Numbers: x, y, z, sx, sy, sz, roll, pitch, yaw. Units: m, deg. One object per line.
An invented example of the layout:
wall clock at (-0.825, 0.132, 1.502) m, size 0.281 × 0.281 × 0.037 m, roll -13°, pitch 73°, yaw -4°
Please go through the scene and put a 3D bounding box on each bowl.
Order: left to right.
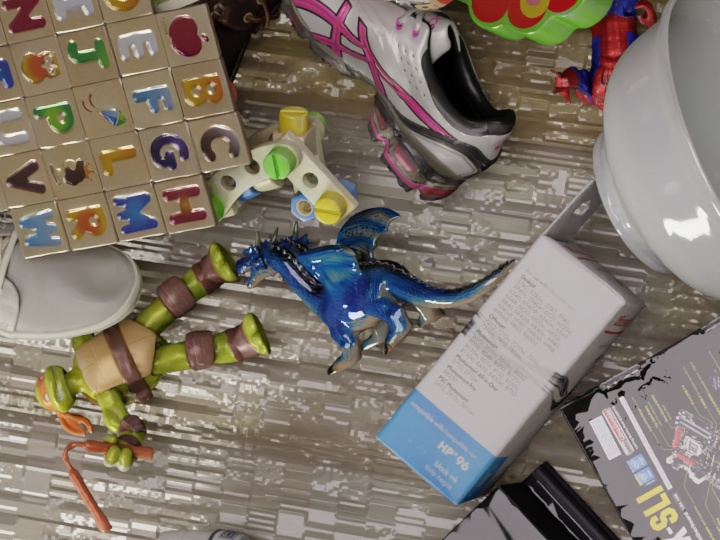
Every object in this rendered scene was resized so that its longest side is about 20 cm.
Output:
bowl at (0.201, -0.058, 1.610) m, size 0.090 × 0.201 × 0.201 m, roll -28°, pitch 83°, yaw 30°

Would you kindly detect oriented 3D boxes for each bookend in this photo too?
bookend at (0.055, 0.215, 1.614) m, size 0.200 × 0.199 × 0.092 m, roll -45°, pitch 79°, yaw 7°

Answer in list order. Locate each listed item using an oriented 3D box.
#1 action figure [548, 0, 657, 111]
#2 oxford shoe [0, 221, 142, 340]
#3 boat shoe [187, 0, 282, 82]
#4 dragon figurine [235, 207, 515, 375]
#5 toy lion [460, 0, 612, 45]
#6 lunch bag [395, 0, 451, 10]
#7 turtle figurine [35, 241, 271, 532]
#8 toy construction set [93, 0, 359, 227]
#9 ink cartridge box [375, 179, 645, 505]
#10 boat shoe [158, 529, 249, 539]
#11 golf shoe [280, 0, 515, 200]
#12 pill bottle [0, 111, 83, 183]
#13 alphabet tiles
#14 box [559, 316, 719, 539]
action figure at (0.148, -0.171, 1.660) m, size 0.065 × 0.099 × 0.200 m, roll -7°, pitch 90°, yaw 13°
oxford shoe at (-0.236, -0.004, 1.705) m, size 0.200 × 0.058 × 0.075 m, roll 11°, pitch 66°, yaw 9°
boat shoe at (-0.080, -0.185, 1.719) m, size 0.070 × 0.070 × 0.200 m, roll 12°, pitch 91°, yaw 16°
dragon figurine at (0.000, 0.000, 1.656) m, size 0.200 × 0.059 × 0.099 m, roll -22°, pitch 98°, yaw 53°
toy lion at (0.101, -0.240, 1.641) m, size 0.192 × 0.069 × 0.200 m, roll 16°, pitch 89°, yaw 41°
lunch bag at (0.049, -0.256, 1.603) m, size 0.176 × 0.082 × 0.200 m, roll 43°, pitch 105°, yaw 27°
turtle figurine at (-0.140, 0.061, 1.725) m, size 0.161 × 0.064 × 0.200 m, roll -25°, pitch 62°, yaw 2°
toy construction set at (-0.083, -0.113, 1.649) m, size 0.131 × 0.092 × 0.200 m, roll -12°, pitch 96°, yaw 27°
ink cartridge box at (0.106, 0.044, 1.650) m, size 0.068 × 0.116 × 0.200 m, roll 40°, pitch 97°, yaw 9°
boat shoe at (-0.112, 0.262, 1.715) m, size 0.066 × 0.072 × 0.200 m, roll 4°, pitch 89°, yaw 16°
golf shoe at (0.023, -0.146, 1.681) m, size 0.092 × 0.073 × 0.200 m, roll -37°, pitch 87°, yaw 41°
pill bottle at (-0.244, -0.096, 1.730) m, size 0.200 × 0.113 × 0.113 m, roll 5°, pitch 90°, yaw 12°
alphabet tiles at (-0.168, -0.095, 1.638) m, size 0.200 × 0.006 × 0.167 m, roll -9°, pitch 105°, yaw 22°
box at (0.239, 0.130, 1.655) m, size 0.160 × 0.049 × 0.200 m, roll -31°, pitch 83°, yaw 12°
